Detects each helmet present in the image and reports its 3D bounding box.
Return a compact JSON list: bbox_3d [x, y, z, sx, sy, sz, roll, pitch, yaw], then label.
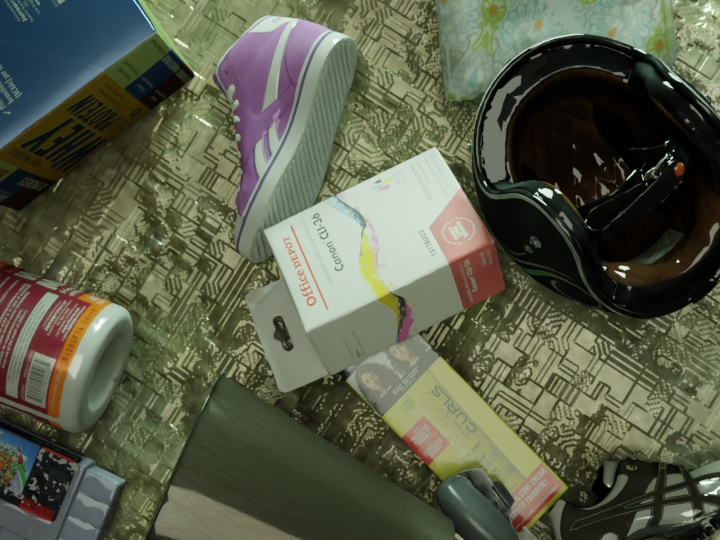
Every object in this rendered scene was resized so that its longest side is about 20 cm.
[{"bbox_3d":[0.179,-0.073,0.758,0.198,0.191,0.202,-11,121,-18],"label":"helmet"}]

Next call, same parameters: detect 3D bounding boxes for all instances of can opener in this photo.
[{"bbox_3d":[0.124,0.241,0.754,0.053,0.067,0.201,-42,78,28],"label":"can opener"}]

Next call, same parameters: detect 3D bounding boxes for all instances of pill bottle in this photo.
[{"bbox_3d":[-0.299,0.050,0.822,0.198,0.110,0.111,20,88,4],"label":"pill bottle"}]

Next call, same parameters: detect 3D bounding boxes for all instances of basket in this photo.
[{"bbox_3d":[-0.044,0.197,0.717,0.198,0.136,0.182,23,76,0],"label":"basket"}]

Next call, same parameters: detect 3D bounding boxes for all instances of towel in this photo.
[{"bbox_3d":[0.157,-0.237,0.812,0.197,0.048,0.173,-8,102,-3],"label":"towel"}]

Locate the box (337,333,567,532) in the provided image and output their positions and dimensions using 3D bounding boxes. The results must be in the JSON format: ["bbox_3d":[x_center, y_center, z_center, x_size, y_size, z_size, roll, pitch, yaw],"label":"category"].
[{"bbox_3d":[0.073,0.129,0.823,0.075,0.050,0.200,-44,86,-1],"label":"box"}]

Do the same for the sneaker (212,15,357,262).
[{"bbox_3d":[-0.084,-0.115,0.848,0.113,0.072,0.203,23,94,24],"label":"sneaker"}]

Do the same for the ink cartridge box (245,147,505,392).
[{"bbox_3d":[0.000,0.000,0.798,0.198,0.068,0.117,-27,51,-1],"label":"ink cartridge box"}]

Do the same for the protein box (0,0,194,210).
[{"bbox_3d":[-0.283,-0.194,0.821,0.199,0.135,0.199,-36,86,1],"label":"protein box"}]

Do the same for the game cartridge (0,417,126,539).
[{"bbox_3d":[-0.314,0.196,0.855,0.198,0.038,0.131,23,93,5],"label":"game cartridge"}]

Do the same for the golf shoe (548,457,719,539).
[{"bbox_3d":[0.239,0.176,0.788,0.198,0.078,0.095,-24,62,-21],"label":"golf shoe"}]
